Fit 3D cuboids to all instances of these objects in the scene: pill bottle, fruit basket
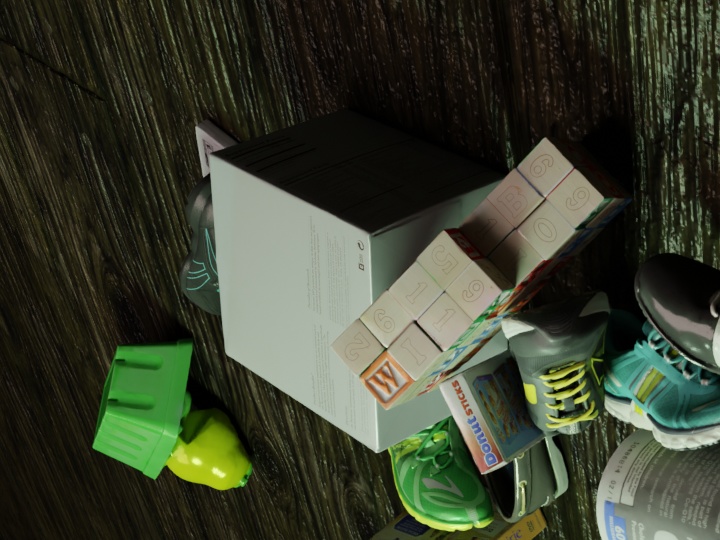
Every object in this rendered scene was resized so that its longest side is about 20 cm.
[{"bbox_3d":[0.268,0.177,1.096,0.200,0.114,0.114,8,128,57],"label":"pill bottle"},{"bbox_3d":[-0.225,0.187,1.982,0.215,0.156,0.216,6,156,3],"label":"fruit basket"}]

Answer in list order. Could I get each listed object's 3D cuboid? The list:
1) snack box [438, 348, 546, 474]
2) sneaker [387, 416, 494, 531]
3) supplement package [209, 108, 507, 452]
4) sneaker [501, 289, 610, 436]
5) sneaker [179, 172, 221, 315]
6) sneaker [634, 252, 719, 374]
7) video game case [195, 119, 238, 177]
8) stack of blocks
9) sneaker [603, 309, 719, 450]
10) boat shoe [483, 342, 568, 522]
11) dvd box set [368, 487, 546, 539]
[{"bbox_3d":[0.117,0.097,1.195,0.024,0.200,0.072,-27,85,23],"label":"snack box"},{"bbox_3d":[0.060,0.153,1.430,0.200,0.074,0.084,-120,25,-42],"label":"sneaker"},{"bbox_3d":[0.000,0.000,1.267,0.200,0.147,0.192,28,130,43],"label":"supplement package"},{"bbox_3d":[0.146,0.069,1.110,0.200,0.074,0.085,53,-158,-77],"label":"sneaker"},{"bbox_3d":[-0.131,-0.010,1.565,0.079,0.075,0.200,40,152,23],"label":"sneaker"},{"bbox_3d":[0.267,0.037,0.984,0.200,0.074,0.089,34,145,13],"label":"sneaker"},{"bbox_3d":[-0.087,-0.046,1.553,0.200,0.018,0.143,39,150,31],"label":"video game case"},{"bbox_3d":[0.084,0.001,1.075,0.059,0.200,0.115,48,-162,12],"label":"stack of blocks"},{"bbox_3d":[0.219,0.072,1.093,0.200,0.077,0.080,14,122,65],"label":"sneaker"},{"bbox_3d":[0.120,0.126,1.353,0.072,0.060,0.202,19,137,53],"label":"boat shoe"},{"bbox_3d":[0.058,0.272,1.478,0.146,0.200,0.029,6,127,57],"label":"dvd box set"}]
